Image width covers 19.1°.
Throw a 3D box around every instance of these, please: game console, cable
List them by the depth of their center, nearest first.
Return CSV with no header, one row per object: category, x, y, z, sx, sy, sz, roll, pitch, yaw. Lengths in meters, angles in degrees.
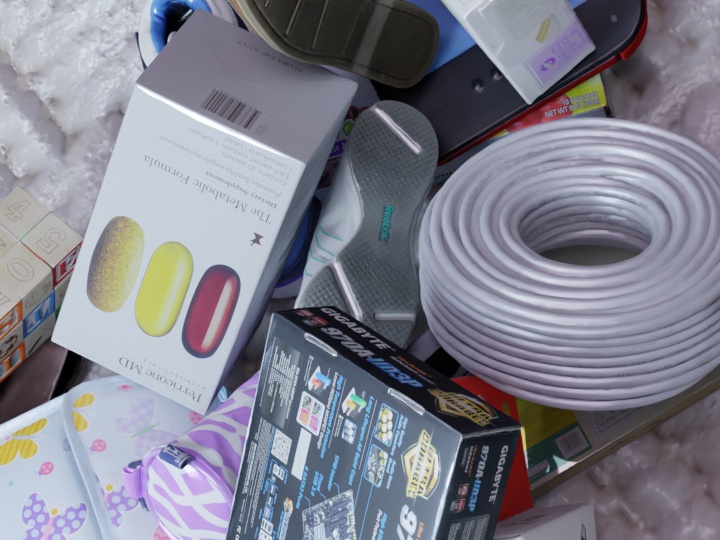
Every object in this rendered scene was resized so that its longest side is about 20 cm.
cable,0.133,-0.007,1.230,0.199,0.069,0.200,-26,43,-24
game console,0.071,-0.184,1.356,0.176,0.031,0.200,-29,66,5

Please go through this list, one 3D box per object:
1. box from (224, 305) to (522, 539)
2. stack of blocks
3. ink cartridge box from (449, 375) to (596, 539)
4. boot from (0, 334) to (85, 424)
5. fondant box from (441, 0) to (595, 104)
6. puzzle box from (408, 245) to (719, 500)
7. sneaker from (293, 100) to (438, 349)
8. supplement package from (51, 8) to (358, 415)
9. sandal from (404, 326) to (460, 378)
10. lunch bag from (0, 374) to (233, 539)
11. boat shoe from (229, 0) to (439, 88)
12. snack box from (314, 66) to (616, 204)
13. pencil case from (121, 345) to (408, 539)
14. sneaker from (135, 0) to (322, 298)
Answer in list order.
box,-0.004,0.140,1.130,0.159,0.046,0.201,30,115,44
stack of blocks,-0.260,0.054,1.338,0.059,0.115,0.200,38,65,12
ink cartridge box,0.092,0.144,1.197,0.045,0.200,0.177,-7,87,16
boot,-0.285,0.091,1.414,0.166,0.072,0.201,19,77,23
fondant box,0.047,-0.208,1.280,0.058,0.144,0.200,-39,66,6
puzzle box,0.132,0.050,1.328,0.200,0.025,0.133,-31,68,6
sneaker,0.000,0.000,1.292,0.070,0.080,0.201,20,63,-8
supplement package,-0.096,-0.034,1.298,0.113,0.110,0.200,25,125,3
sandal,0.022,0.119,1.300,0.043,0.076,0.201,33,109,21
lunch bag,-0.155,0.163,1.324,0.199,0.127,0.170,-24,63,5
boat shoe,-0.034,-0.159,1.270,0.068,0.200,0.072,27,89,36
snack box,0.054,-0.134,1.391,0.199,0.053,0.143,-16,69,11
pencil case,-0.051,0.096,1.288,0.085,0.084,0.200,17,35,33
sneaker,-0.091,-0.090,1.370,0.080,0.146,0.201,-20,69,10
